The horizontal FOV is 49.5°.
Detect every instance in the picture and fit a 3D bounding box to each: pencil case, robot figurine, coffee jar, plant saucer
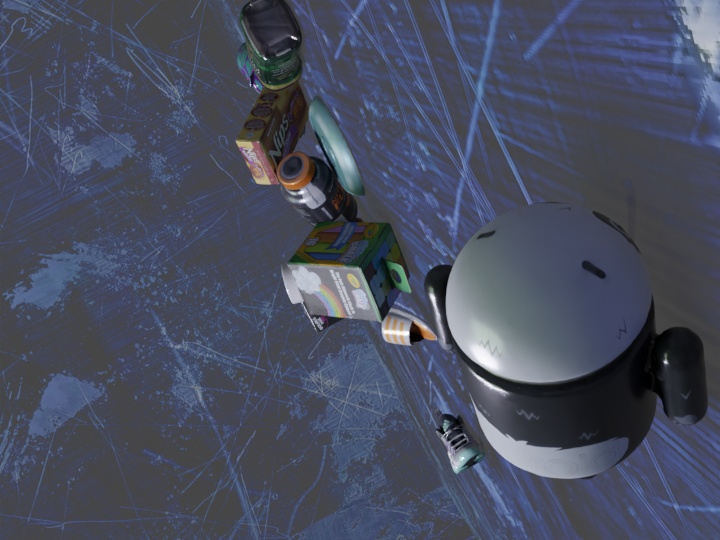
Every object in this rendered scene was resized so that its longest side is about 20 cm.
[{"bbox_3d":[-0.214,-0.436,1.685,0.200,0.084,0.093,-124,36,-59],"label":"pencil case"},{"bbox_3d":[0.124,0.049,0.496,0.126,0.149,0.201,-99,-11,-45],"label":"robot figurine"},{"bbox_3d":[-0.145,-0.371,1.299,0.105,0.085,0.200,62,176,2],"label":"coffee jar"},{"bbox_3d":[-0.048,-0.223,1.441,0.201,0.027,0.200,61,175,9],"label":"plant saucer"}]

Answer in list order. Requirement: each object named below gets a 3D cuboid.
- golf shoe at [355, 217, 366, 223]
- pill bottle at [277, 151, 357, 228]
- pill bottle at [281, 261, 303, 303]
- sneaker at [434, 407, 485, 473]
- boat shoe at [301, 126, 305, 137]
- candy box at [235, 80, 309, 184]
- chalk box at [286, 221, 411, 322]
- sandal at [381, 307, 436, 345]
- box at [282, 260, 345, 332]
[{"bbox_3d":[0.015,-0.010,1.628,0.072,0.092,0.202,-16,81,43],"label":"golf shoe"},{"bbox_3d":[-0.089,-0.154,1.539,0.107,0.106,0.200,59,-172,32],"label":"pill bottle"},{"bbox_3d":[-0.048,-0.001,1.522,0.111,0.198,0.112,-16,-90,-88],"label":"pill bottle"},{"bbox_3d":[0.198,0.351,1.653,0.141,0.077,0.200,60,174,17],"label":"sneaker"},{"bbox_3d":[-0.157,-0.327,1.703,0.199,0.074,0.067,59,-172,-87],"label":"boat shoe"},{"bbox_3d":[-0.168,-0.282,1.530,0.117,0.056,0.201,68,-147,-49],"label":"candy box"},{"bbox_3d":[0.000,0.000,1.344,0.198,0.124,0.126,4,132,32],"label":"chalk box"},{"bbox_3d":[0.056,0.106,1.469,0.205,0.060,0.079,19,161,38],"label":"sandal"},{"bbox_3d":[-0.050,0.016,1.729,0.150,0.199,0.124,64,175,-16],"label":"box"}]
